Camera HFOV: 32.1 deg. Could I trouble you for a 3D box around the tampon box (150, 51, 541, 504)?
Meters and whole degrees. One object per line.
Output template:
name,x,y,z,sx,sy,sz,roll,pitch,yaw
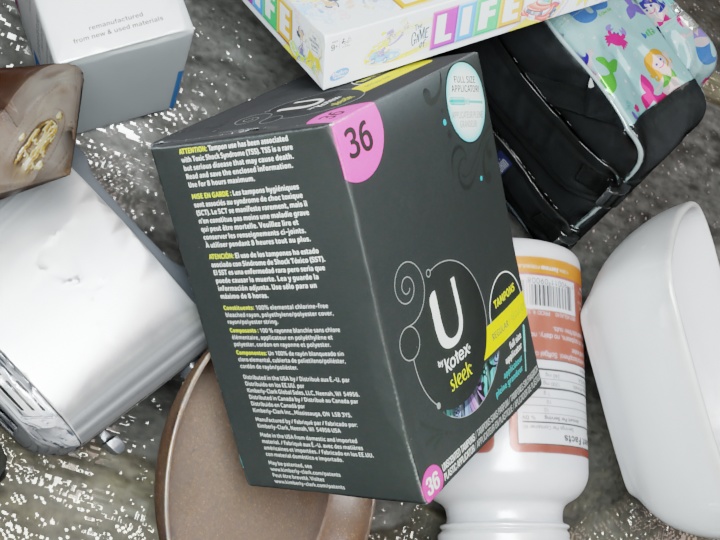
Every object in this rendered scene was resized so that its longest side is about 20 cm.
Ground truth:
tampon box,0.000,0.000,0.690,0.150,0.125,0.203,-35,116,-50

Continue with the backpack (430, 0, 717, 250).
backpack,0.127,-0.139,0.850,0.200,0.178,0.150,46,62,5

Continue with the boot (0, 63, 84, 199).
boot,-0.254,-0.047,0.665,0.188,0.198,0.064,-60,144,-24

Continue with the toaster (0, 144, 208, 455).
toaster,-0.185,0.011,0.722,0.200,0.113,0.129,48,68,-6

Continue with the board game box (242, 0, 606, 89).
board game box,0.031,-0.180,0.725,0.198,0.035,0.135,-21,50,-25

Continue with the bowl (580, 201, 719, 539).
bowl,0.210,0.065,0.844,0.200,0.074,0.203,-32,107,-64

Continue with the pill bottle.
pill bottle,0.091,0.089,0.814,0.110,0.112,0.203,6,76,-20

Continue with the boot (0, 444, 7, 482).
boot,-0.217,0.061,0.561,0.077,0.200,0.140,-23,97,9

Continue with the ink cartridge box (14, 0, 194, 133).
ink cartridge box,-0.175,-0.203,0.757,0.083,0.144,0.203,-17,84,-15

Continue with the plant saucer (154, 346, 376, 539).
plant saucer,-0.057,0.122,0.744,0.199,0.034,0.204,-1,92,-55
